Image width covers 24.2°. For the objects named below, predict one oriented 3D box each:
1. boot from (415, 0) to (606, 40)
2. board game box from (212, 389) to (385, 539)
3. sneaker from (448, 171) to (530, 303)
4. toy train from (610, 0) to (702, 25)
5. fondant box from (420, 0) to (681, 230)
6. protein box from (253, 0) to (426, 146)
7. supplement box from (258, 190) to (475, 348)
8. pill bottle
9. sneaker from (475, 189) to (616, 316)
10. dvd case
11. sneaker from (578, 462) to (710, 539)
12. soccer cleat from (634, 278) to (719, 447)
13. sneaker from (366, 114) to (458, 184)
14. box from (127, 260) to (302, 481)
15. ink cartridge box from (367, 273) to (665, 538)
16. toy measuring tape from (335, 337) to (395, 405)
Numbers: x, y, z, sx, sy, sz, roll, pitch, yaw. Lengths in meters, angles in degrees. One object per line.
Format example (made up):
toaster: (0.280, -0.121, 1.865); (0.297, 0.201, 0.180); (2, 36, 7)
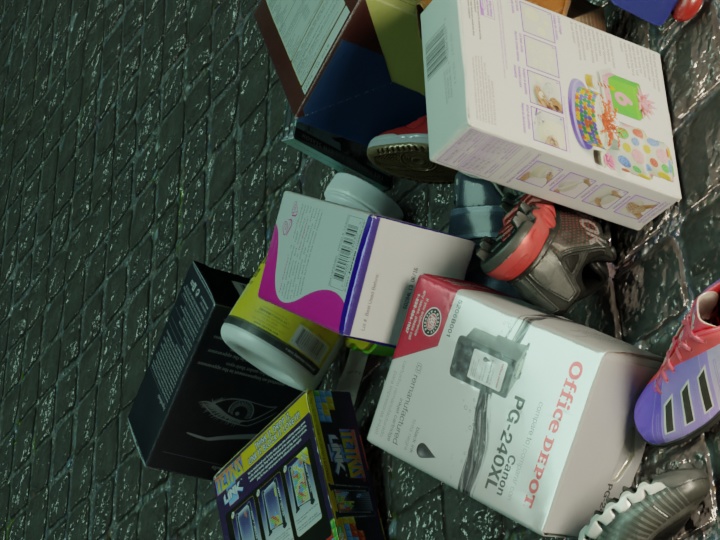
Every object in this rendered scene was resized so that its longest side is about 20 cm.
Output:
boot: (0.111, -0.243, 1.366); (0.077, 0.155, 0.201); (-136, 30, -59)
board game box: (-0.062, 0.233, 1.618); (0.200, 0.056, 0.166); (-44, 49, 45)
sneaker: (0.085, -0.008, 1.470); (0.202, 0.077, 0.147); (-13, 69, 56)
toy train: (0.259, -0.303, 1.321); (0.201, 0.084, 0.116); (-60, 16, 25)
fondant box: (0.146, -0.127, 1.291); (0.058, 0.199, 0.145); (-44, 39, 47)
protein box: (0.031, -0.214, 1.564); (0.135, 0.198, 0.200); (-58, 31, 26)
supplement box: (0.000, 0.000, 1.436); (0.200, 0.103, 0.102); (20, 96, 63)
pill bottle: (-0.042, 0.009, 1.645); (0.201, 0.112, 0.112); (-58, 24, -12)
sneaker: (0.158, -0.029, 1.335); (0.071, 0.098, 0.201); (-44, 7, 31)
dvd case: (-0.012, -0.198, 1.704); (0.022, 0.146, 0.201); (-10, 64, 42)
sneaker: (0.182, 0.220, 1.183); (0.200, 0.066, 0.091); (-44, 64, 20)
soccer cleat: (0.240, 0.049, 1.150); (0.200, 0.073, 0.068); (-49, 36, 39)
sneaker: (0.103, -0.143, 1.472); (0.199, 0.071, 0.113); (-4, 65, 27)
box: (-0.137, 0.114, 1.760); (0.201, 0.147, 0.104); (-64, 28, 17)
ink cartridge box: (0.117, 0.102, 1.283); (0.200, 0.083, 0.146); (23, 97, 45)
toy measuring tape: (0.011, 0.079, 1.593); (0.074, 0.073, 0.201); (-122, 45, -57)
